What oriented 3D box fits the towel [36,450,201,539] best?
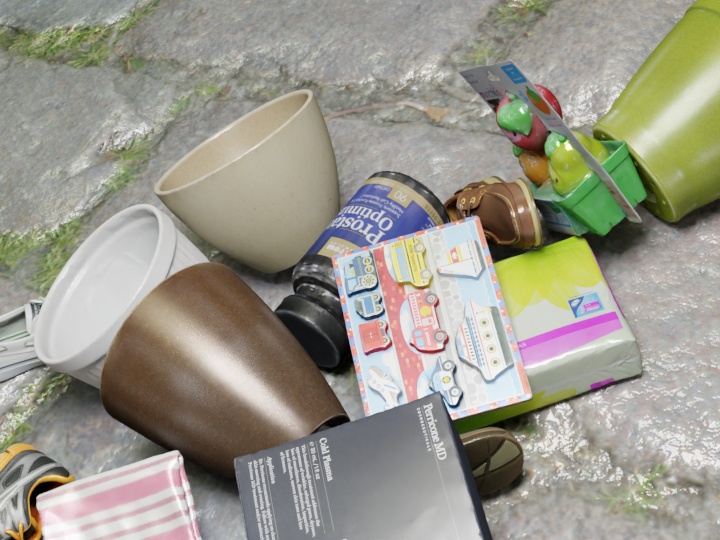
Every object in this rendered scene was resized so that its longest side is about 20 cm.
[{"bbox_3d":[-0.210,0.273,1.080,0.146,0.030,0.200,-19,67,4],"label":"towel"}]

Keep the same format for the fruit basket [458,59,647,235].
[{"bbox_3d":[0.180,-0.123,1.187,0.094,0.200,0.185,-48,12,-2],"label":"fruit basket"}]

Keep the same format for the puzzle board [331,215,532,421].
[{"bbox_3d":[0.062,0.049,1.121,0.151,0.017,0.200,-16,60,6],"label":"puzzle board"}]

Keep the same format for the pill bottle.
[{"bbox_3d":[0.000,0.000,1.245,0.112,0.112,0.200,18,56,34],"label":"pill bottle"}]

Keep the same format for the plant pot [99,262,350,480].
[{"bbox_3d":[-0.112,0.121,1.145,0.200,0.187,0.187,33,66,27],"label":"plant pot"}]

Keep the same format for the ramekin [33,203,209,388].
[{"bbox_3d":[-0.241,0.039,1.273,0.200,0.105,0.200,-32,36,27],"label":"ramekin"}]

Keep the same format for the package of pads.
[{"bbox_3d":[0.150,0.059,1.159,0.200,0.068,0.155,-19,44,3],"label":"package of pads"}]

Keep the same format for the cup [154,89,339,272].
[{"bbox_3d":[-0.101,-0.084,1.314,0.200,0.143,0.200,-29,19,11],"label":"cup"}]

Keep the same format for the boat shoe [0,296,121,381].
[{"bbox_3d":[-0.361,0.066,1.362,0.200,0.067,0.074,-28,44,-5],"label":"boat shoe"}]

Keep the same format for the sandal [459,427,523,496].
[{"bbox_3d":[0.047,0.177,1.085,0.200,0.082,0.055,-18,27,7],"label":"sandal"}]

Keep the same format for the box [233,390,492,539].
[{"bbox_3d":[0.013,0.227,0.953,0.182,0.104,0.200,-19,51,6],"label":"box"}]

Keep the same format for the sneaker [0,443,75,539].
[{"bbox_3d":[-0.356,0.258,1.172,0.077,0.078,0.200,12,53,24],"label":"sneaker"}]

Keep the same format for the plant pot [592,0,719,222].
[{"bbox_3d":[0.347,-0.156,1.215,0.193,0.200,0.200,-39,45,1],"label":"plant pot"}]

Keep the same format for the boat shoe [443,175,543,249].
[{"bbox_3d":[0.134,-0.054,1.222,0.068,0.072,0.200,-16,10,-7],"label":"boat shoe"}]
